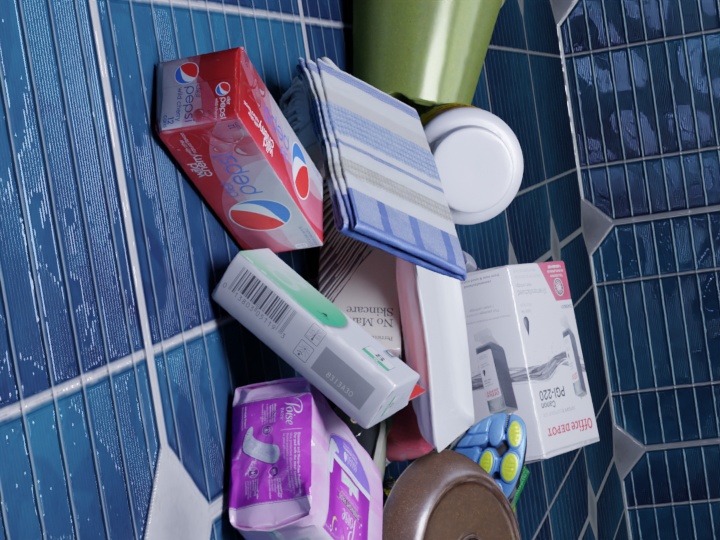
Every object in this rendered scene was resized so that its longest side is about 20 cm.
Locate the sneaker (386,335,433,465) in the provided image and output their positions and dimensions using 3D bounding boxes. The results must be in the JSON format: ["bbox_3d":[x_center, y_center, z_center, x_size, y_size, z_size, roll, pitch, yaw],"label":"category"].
[{"bbox_3d":[0.037,0.092,1.552,0.074,0.086,0.203,33,51,-71],"label":"sneaker"}]

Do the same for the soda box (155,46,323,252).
[{"bbox_3d":[-0.088,-0.086,1.210,0.200,0.069,0.064,56,29,-59],"label":"soda box"}]

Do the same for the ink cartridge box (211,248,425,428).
[{"bbox_3d":[-0.018,0.047,1.271,0.160,0.050,0.200,39,14,10],"label":"ink cartridge box"}]

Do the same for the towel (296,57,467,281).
[{"bbox_3d":[0.017,-0.088,1.360,0.146,0.024,0.202,21,40,-39],"label":"towel"}]

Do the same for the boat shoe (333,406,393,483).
[{"bbox_3d":[-0.003,0.153,1.434,0.074,0.062,0.203,95,3,-47],"label":"boat shoe"}]

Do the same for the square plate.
[{"bbox_3d":[0.068,0.055,1.454,0.198,0.028,0.203,-9,92,-77],"label":"square plate"}]

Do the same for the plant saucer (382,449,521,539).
[{"bbox_3d":[0.088,0.260,1.402,0.199,0.034,0.203,11,76,-47],"label":"plant saucer"}]

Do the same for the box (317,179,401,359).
[{"bbox_3d":[0.000,0.000,1.451,0.069,0.081,0.202,91,-1,-59],"label":"box"}]

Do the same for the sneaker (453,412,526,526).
[{"bbox_3d":[0.118,0.228,1.533,0.083,0.070,0.202,-27,130,-65],"label":"sneaker"}]

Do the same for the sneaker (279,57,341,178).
[{"bbox_3d":[-0.047,-0.126,1.408,0.081,0.075,0.200,52,30,-13],"label":"sneaker"}]

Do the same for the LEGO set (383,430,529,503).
[{"bbox_3d":[0.082,0.227,1.668,0.154,0.115,0.201,51,43,-28],"label":"LEGO set"}]

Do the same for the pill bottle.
[{"bbox_3d":[0.098,-0.105,1.528,0.200,0.108,0.111,-105,-175,-81],"label":"pill bottle"}]

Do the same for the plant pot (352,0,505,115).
[{"bbox_3d":[0.063,-0.253,1.683,0.200,0.198,0.192,40,58,-68],"label":"plant pot"}]

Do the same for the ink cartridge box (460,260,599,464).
[{"bbox_3d":[0.170,0.097,1.654,0.145,0.084,0.203,-4,84,-58],"label":"ink cartridge box"}]

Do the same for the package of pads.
[{"bbox_3d":[-0.039,0.180,1.250,0.200,0.075,0.122,59,26,-56],"label":"package of pads"}]

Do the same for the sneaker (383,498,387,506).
[{"bbox_3d":[0.003,0.274,1.371,0.088,0.074,0.202,59,28,-45],"label":"sneaker"}]

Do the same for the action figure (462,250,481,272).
[{"bbox_3d":[0.069,-0.026,1.685,0.201,0.069,0.131,53,11,-33],"label":"action figure"}]
